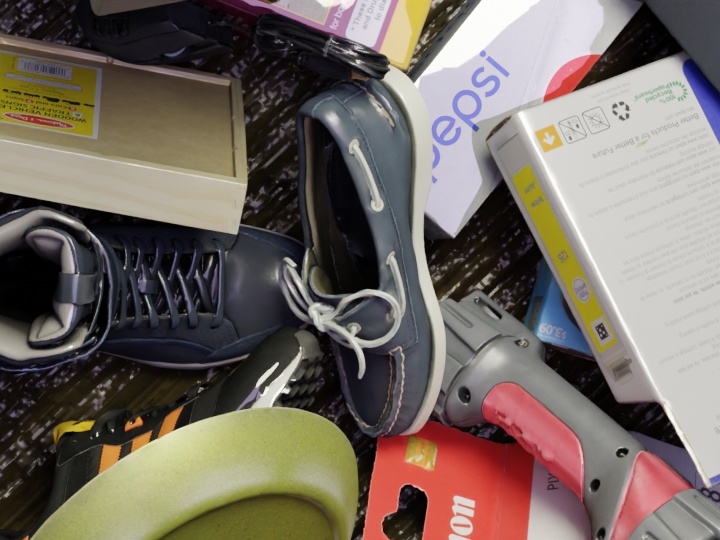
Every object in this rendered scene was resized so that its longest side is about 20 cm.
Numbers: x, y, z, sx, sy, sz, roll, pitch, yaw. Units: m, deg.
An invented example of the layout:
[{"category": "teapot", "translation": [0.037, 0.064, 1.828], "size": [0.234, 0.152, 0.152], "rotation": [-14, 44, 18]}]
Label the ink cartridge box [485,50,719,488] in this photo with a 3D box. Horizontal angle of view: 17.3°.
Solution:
[{"category": "ink cartridge box", "translation": [0.189, -0.013, 1.169], "size": [0.197, 0.047, 0.201], "rotation": [-21, 82, -29]}]

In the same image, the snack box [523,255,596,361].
[{"category": "snack box", "translation": [0.194, 0.008, 1.232], "size": [0.199, 0.037, 0.117], "rotation": [16, 86, -9]}]

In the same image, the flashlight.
[{"category": "flashlight", "translation": [0.097, 0.093, 1.152], "size": [0.068, 0.200, 0.068], "rotation": [-11, 129, -44]}]

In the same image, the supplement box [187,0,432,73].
[{"category": "supplement box", "translation": [-0.054, -0.186, 1.162], "size": [0.199, 0.103, 0.132], "rotation": [22, 86, -9]}]

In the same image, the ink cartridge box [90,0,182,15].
[{"category": "ink cartridge box", "translation": [-0.055, -0.206, 1.009], "size": [0.145, 0.200, 0.148], "rotation": [-13, 91, -10]}]

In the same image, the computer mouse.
[{"category": "computer mouse", "translation": [-0.066, -0.106, 1.128], "size": [0.059, 0.199, 0.034], "rotation": [25, 83, -46]}]

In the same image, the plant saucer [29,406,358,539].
[{"category": "plant saucer", "translation": [-0.079, 0.148, 1.119], "size": [0.200, 0.200, 0.031], "rotation": [-34, 55, -8]}]

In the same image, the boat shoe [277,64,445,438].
[{"category": "boat shoe", "translation": [0.000, 0.000, 1.142], "size": [0.062, 0.075, 0.201], "rotation": [-28, 133, -37]}]

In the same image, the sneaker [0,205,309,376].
[{"category": "sneaker", "translation": [-0.107, 0.010, 1.132], "size": [0.201, 0.146, 0.077], "rotation": [-1, 88, -10]}]

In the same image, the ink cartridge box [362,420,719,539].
[{"category": "ink cartridge box", "translation": [0.102, 0.140, 1.165], "size": [0.199, 0.050, 0.161], "rotation": [21, 42, -10]}]

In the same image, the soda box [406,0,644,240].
[{"category": "soda box", "translation": [0.079, -0.112, 1.202], "size": [0.068, 0.063, 0.200], "rotation": [40, 84, -7]}]

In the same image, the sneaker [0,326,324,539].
[{"category": "sneaker", "translation": [-0.106, 0.090, 1.151], "size": [0.090, 0.070, 0.200], "rotation": [42, 101, 12]}]

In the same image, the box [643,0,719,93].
[{"category": "box", "translation": [0.220, -0.205, 1.158], "size": [0.200, 0.123, 0.198], "rotation": [49, 56, -4]}]

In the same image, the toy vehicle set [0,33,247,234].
[{"category": "toy vehicle set", "translation": [-0.154, -0.074, 1.136], "size": [0.199, 0.124, 0.027], "rotation": [10, 117, -9]}]
